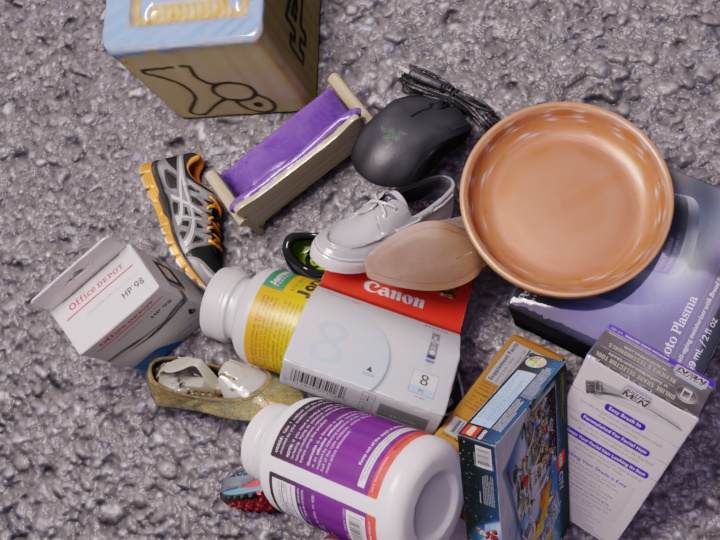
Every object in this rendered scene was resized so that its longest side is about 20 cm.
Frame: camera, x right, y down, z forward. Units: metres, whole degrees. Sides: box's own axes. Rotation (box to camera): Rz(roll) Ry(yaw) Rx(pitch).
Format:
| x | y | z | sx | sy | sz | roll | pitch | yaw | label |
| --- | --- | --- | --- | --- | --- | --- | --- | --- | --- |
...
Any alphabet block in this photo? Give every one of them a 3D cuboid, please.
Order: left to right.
| x | y | z | sx | sy | sz | roll | pitch | yaw | label |
| --- | --- | --- | --- | --- | --- | --- | --- | --- | --- |
| -0.166 | -0.310 | 1.070 | 0.195 | 0.200 | 0.197 | 1 | 77 | 14 | alphabet block |

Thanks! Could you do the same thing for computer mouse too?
| x | y | z | sx | sy | sz | roll | pitch | yaw | label |
| --- | --- | --- | --- | --- | --- | --- | --- | --- | --- |
| 0.063 | -0.166 | 1.000 | 0.138 | 0.053 | 0.200 | 31 | 50 | 15 | computer mouse |

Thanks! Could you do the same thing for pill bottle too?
| x | y | z | sx | sy | sz | roll | pitch | yaw | label |
| --- | --- | --- | --- | --- | --- | --- | --- | --- | --- |
| -0.072 | 0.062 | 1.002 | 0.200 | 0.113 | 0.113 | 16 | 81 | 18 | pill bottle |
| -0.012 | 0.182 | 0.814 | 0.200 | 0.112 | 0.113 | 12 | 79 | 39 | pill bottle |

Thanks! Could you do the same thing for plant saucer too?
| x | y | z | sx | sy | sz | roll | pitch | yaw | label |
| --- | --- | --- | --- | --- | --- | --- | --- | --- | --- |
| 0.195 | -0.066 | 0.866 | 0.200 | 0.037 | 0.201 | -2 | 71 | 5 | plant saucer |

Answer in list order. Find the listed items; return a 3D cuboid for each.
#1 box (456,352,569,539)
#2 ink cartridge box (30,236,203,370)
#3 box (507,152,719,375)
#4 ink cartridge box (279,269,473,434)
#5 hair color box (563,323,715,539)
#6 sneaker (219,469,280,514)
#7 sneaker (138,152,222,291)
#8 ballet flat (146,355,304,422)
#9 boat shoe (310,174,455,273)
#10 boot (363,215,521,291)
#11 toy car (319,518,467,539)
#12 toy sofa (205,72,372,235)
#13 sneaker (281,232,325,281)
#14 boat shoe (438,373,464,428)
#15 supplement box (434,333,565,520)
| x | y | z | sx | sy | sz | roll | pitch | yaw | label |
| --- | --- | --- | --- | --- | --- | --- | --- | --- | --- |
| 0.144 | 0.196 | 0.820 | 0.038 | 0.137 | 0.200 | 12 | 122 | 34 | box |
| -0.259 | 0.043 | 1.008 | 0.116 | 0.200 | 0.067 | -41 | 72 | 2 | ink cartridge box |
| 0.284 | 0.003 | 0.922 | 0.198 | 0.123 | 0.200 | 26 | 84 | 20 | box |
| 0.026 | 0.050 | 0.906 | 0.160 | 0.047 | 0.200 | 19 | 52 | 2 | ink cartridge box |
| 0.240 | 0.161 | 0.863 | 0.109 | 0.200 | 0.065 | 31 | 43 | 18 | hair color box |
| -0.064 | 0.202 | 0.999 | 0.200 | 0.079 | 0.096 | -21 | 56 | 4 | sneaker |
| -0.199 | -0.060 | 1.086 | 0.077 | 0.078 | 0.200 | -26 | 73 | -2 | sneaker |
| -0.159 | 0.128 | 1.012 | 0.200 | 0.071 | 0.071 | 2 | 77 | 28 | ballet flat |
| 0.031 | -0.056 | 0.968 | 0.200 | 0.069 | 0.072 | -18 | 49 | -35 | boat shoe |
| 0.102 | -0.027 | 0.960 | 0.200 | 0.146 | 0.070 | -9 | 96 | 1 | boot |
| 0.053 | 0.262 | 0.898 | 0.177 | 0.184 | 0.200 | 18 | 69 | 18 | toy car |
| -0.081 | -0.139 | 1.061 | 0.200 | 0.098 | 0.083 | -38 | 71 | 4 | toy sofa |
| 0.000 | 0.000 | 1.014 | 0.199 | 0.083 | 0.071 | 15 | 81 | 16 | sneaker |
| 0.082 | 0.138 | 0.968 | 0.072 | 0.068 | 0.200 | -7 | 75 | 13 | boat shoe |
| 0.132 | 0.150 | 0.897 | 0.069 | 0.067 | 0.200 | 28 | 43 | 22 | supplement box |
